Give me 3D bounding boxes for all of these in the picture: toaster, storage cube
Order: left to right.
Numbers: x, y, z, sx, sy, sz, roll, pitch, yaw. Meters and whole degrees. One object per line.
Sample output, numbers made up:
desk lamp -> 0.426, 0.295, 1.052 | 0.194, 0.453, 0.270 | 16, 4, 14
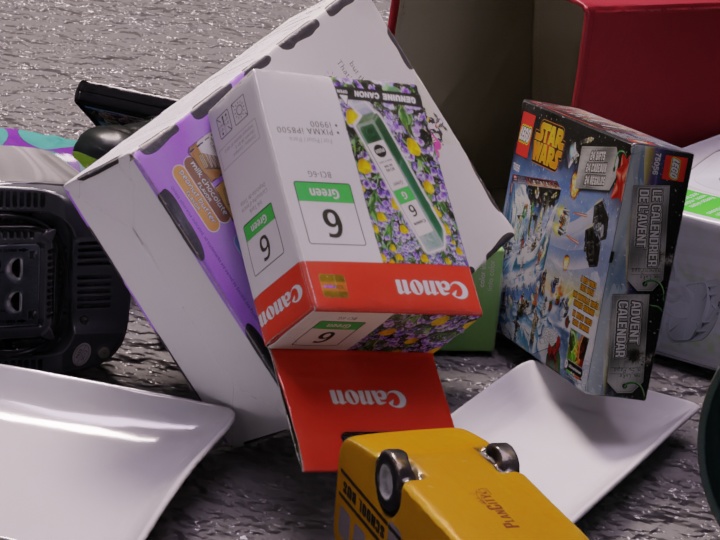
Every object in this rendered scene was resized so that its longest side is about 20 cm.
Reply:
toaster -> -0.228, -0.007, 1.471 | 0.199, 0.114, 0.129 | -4, 18, -18
storage cube -> 0.133, -0.110, 1.729 | 0.179, 0.201, 0.171 | -6, 21, -44

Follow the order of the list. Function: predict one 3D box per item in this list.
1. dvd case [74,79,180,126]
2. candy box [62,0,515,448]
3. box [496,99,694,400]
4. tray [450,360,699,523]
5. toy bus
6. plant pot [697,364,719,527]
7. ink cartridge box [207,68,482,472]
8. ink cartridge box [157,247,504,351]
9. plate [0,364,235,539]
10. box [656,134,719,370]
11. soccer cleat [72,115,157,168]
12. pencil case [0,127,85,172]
dvd case -> -0.087, -0.069, 1.659 | 0.142, 0.018, 0.200 | 13, -11, 13
candy box -> -0.033, -0.032, 1.417 | 0.071, 0.168, 0.200 | -20, 15, 49
box -> 0.125, -0.016, 1.493 | 0.040, 0.138, 0.200 | 8, 9, -15
tray -> 0.096, 0.097, 1.394 | 0.107, 0.022, 0.200 | 13, 21, 24
toy bus -> 0.052, 0.132, 1.200 | 0.065, 0.079, 0.200 | -2, 21, -22
plant pot -> 0.269, 0.056, 1.249 | 0.199, 0.201, 0.134 | 10, 33, 13
ink cartridge box -> 0.000, 0.000, 1.328 | 0.109, 0.050, 0.201 | 2, 62, -37
ink cartridge box -> -0.025, -0.004, 1.575 | 0.199, 0.068, 0.117 | 1, 20, -11
plate -> -0.180, 0.098, 1.304 | 0.199, 0.032, 0.200 | 9, 19, 11
box -> 0.252, -0.006, 1.614 | 0.176, 0.097, 0.200 | 16, 21, 33
soccer cleat -> -0.077, -0.075, 1.480 | 0.199, 0.081, 0.067 | 4, 10, -45
pencil case -> -0.226, -0.052, 1.633 | 0.199, 0.085, 0.093 | 10, 34, 12
